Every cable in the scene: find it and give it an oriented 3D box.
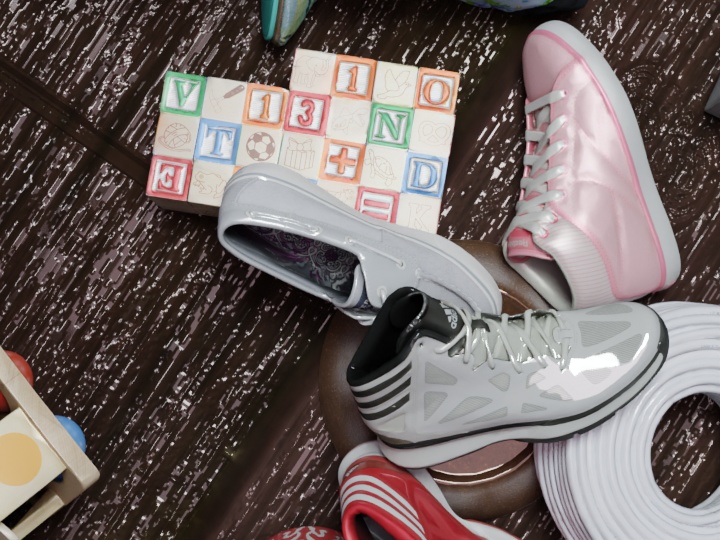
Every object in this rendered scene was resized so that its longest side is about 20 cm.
[{"bbox_3d":[0.219,0.122,0.827,0.199,0.069,0.201,-21,92,-10],"label":"cable"}]

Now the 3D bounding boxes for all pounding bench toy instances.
[{"bbox_3d":[-0.280,0.145,0.826,0.156,0.200,0.125,-39,91,-33],"label":"pounding bench toy"}]

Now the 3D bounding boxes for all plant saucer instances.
[{"bbox_3d":[0.069,0.078,0.864,0.199,0.037,0.202,0,89,1],"label":"plant saucer"}]

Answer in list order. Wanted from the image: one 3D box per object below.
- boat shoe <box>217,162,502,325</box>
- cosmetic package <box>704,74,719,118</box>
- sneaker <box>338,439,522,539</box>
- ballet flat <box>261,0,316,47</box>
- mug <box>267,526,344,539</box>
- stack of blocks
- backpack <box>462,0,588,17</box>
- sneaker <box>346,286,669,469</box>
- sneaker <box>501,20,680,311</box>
[{"bbox_3d":[0.000,0.000,0.793,0.199,0.069,0.072,31,128,-14],"label":"boat shoe"},{"bbox_3d":[0.331,-0.183,0.848,0.107,0.085,0.201,27,89,2],"label":"cosmetic package"},{"bbox_3d":[0.057,0.208,0.804,0.200,0.116,0.078,38,110,-7],"label":"sneaker"},{"bbox_3d":[-0.037,-0.257,0.864,0.074,0.074,0.202,-2,91,0],"label":"ballet flat"},{"bbox_3d":[-0.029,0.257,0.772,0.133,0.200,0.178,-35,92,5],"label":"mug"},{"bbox_3d":[-0.037,-0.088,0.854,0.198,0.059,0.116,8,84,3],"label":"stack of blocks"},{"bbox_3d":[0.061,-0.252,0.797,0.153,0.200,0.165,-8,89,22],"label":"backpack"},{"bbox_3d":[0.085,0.051,0.757,0.199,0.116,0.076,-22,47,11],"label":"sneaker"},{"bbox_3d":[0.135,-0.064,0.840,0.104,0.075,0.202,-23,92,-18],"label":"sneaker"}]
